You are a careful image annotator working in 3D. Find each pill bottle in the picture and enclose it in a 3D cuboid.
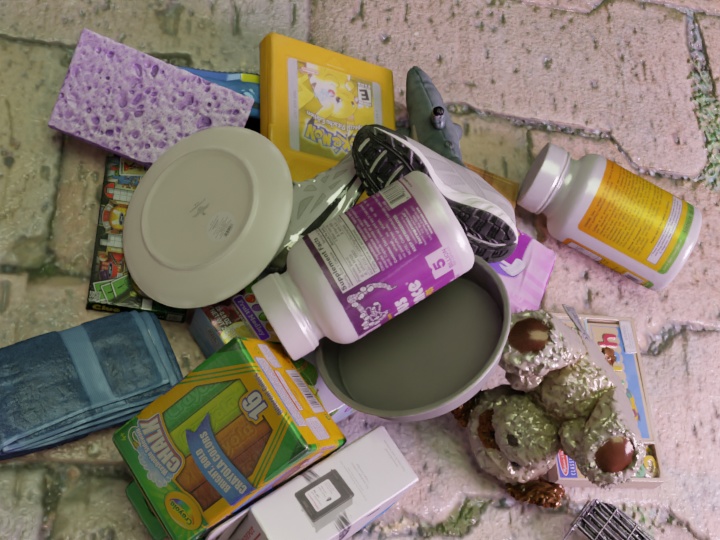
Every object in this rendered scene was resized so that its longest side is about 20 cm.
[{"bbox_3d":[0.000,0.000,1.170,0.199,0.112,0.113,-31,74,-2],"label":"pill bottle"},{"bbox_3d":[0.289,-0.069,1.442,0.199,0.111,0.112,28,57,-3],"label":"pill bottle"}]

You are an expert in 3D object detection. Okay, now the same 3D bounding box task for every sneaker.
[{"bbox_3d":[0.076,-0.085,1.263,0.199,0.074,0.080,34,34,-10],"label":"sneaker"},{"bbox_3d":[-0.182,-0.178,1.365,0.198,0.066,0.079,0,61,-20],"label":"sneaker"},{"bbox_3d":[-0.061,-0.087,1.278,0.115,0.076,0.201,33,57,-2],"label":"sneaker"}]

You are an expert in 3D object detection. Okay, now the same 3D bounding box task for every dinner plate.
[{"bbox_3d":[-0.161,-0.059,1.236,0.198,0.024,0.202,-9,66,21],"label":"dinner plate"}]

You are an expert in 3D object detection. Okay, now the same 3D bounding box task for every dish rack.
[{"bbox_3d":[0.236,0.338,1.237,0.153,0.055,0.200,44,56,6],"label":"dish rack"}]

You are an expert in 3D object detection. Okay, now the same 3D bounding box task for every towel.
[{"bbox_3d":[-0.277,0.107,1.187,0.198,0.049,0.112,-17,68,-26],"label":"towel"}]

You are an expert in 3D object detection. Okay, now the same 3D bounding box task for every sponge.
[{"bbox_3d":[-0.225,-0.170,1.316,0.198,0.030,0.113,22,86,-7],"label":"sponge"}]

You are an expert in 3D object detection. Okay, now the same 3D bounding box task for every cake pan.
[{"bbox_3d":[0.054,0.064,1.195,0.198,0.037,0.202,-12,49,14],"label":"cake pan"}]

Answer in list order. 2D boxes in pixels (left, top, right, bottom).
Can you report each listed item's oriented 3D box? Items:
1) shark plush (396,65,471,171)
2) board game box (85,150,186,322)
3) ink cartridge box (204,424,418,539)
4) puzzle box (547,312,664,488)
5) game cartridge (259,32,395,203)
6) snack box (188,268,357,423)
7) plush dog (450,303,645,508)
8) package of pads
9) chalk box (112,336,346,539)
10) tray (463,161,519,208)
[{"bbox_3d":[0.079,-0.155,1.394,0.090,0.084,0.201,-1,35,-1],"label":"shark plush"},{"bbox_3d":[-0.229,-0.045,1.303,0.104,0.023,0.202,9,60,-16],"label":"board game box"},{"bbox_3d":[-0.054,0.237,1.153,0.199,0.116,0.067,-29,75,-29],"label":"ink cartridge box"},{"bbox_3d":[0.259,0.143,1.367,0.132,0.025,0.202,3,62,-17],"label":"puzzle box"},{"bbox_3d":[-0.033,-0.157,1.389,0.175,0.032,0.202,11,63,-32],"label":"game cartridge"},{"bbox_3d":[-0.050,0.072,1.273,0.199,0.068,0.169,-27,73,-31],"label":"snack box"},{"bbox_3d":[0.183,0.146,1.263,0.201,0.171,0.160,53,21,3],"label":"plush dog"},{"bbox_3d":[0.105,-0.018,1.320,0.199,0.076,0.121,31,46,-4],"label":"package of pads"},{"bbox_3d":[-0.137,0.170,1.132,0.200,0.124,0.125,-39,76,9],"label":"chalk box"},{"bbox_3d":[0.118,-0.031,1.408,0.098,0.037,0.201,20,57,-8],"label":"tray"}]
